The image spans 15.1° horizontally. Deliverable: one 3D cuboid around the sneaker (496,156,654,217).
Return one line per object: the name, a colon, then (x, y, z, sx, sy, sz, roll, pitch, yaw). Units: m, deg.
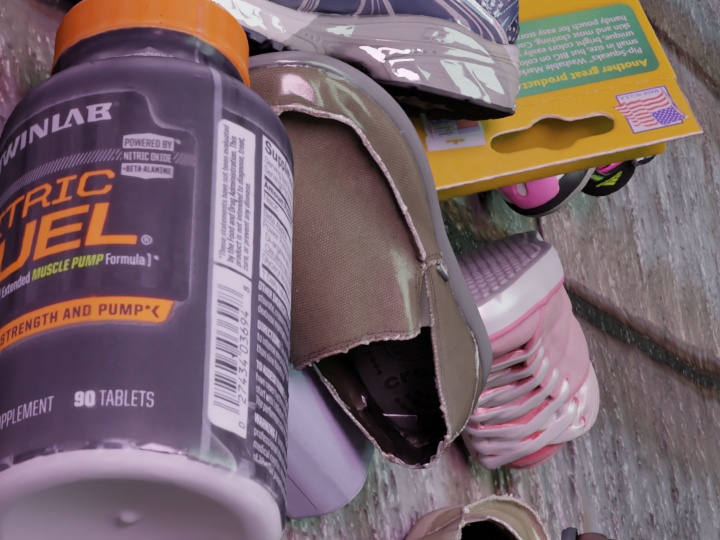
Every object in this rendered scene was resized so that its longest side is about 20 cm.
sneaker: (0.119, -0.071, 1.447, 0.088, 0.073, 0.200, 59, 22, -19)

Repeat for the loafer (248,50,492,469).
loafer: (0.000, 0.000, 1.047, 0.200, 0.075, 0.070, 58, 24, -36)

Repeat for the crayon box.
crayon box: (0.055, -0.103, 1.184, 0.052, 0.125, 0.201, 92, -18, -50)

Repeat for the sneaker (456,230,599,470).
sneaker: (0.069, 0.044, 1.239, 0.200, 0.075, 0.105, -40, 113, -80)

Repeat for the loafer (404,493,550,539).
loafer: (0.051, 0.140, 1.171, 0.200, 0.068, 0.076, -15, 90, -67)

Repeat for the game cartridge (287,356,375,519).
game cartridge: (-0.029, -0.005, 1.124, 0.133, 0.041, 0.201, 57, 29, -44)

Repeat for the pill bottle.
pill bottle: (-0.075, 0.001, 0.926, 0.106, 0.106, 0.201, 46, 36, -48)

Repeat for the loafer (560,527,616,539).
loafer: (0.122, 0.192, 1.235, 0.072, 0.062, 0.201, -79, 166, -47)

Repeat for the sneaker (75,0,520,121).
sneaker: (-0.025, -0.119, 1.067, 0.199, 0.077, 0.087, 14, 80, -29)
